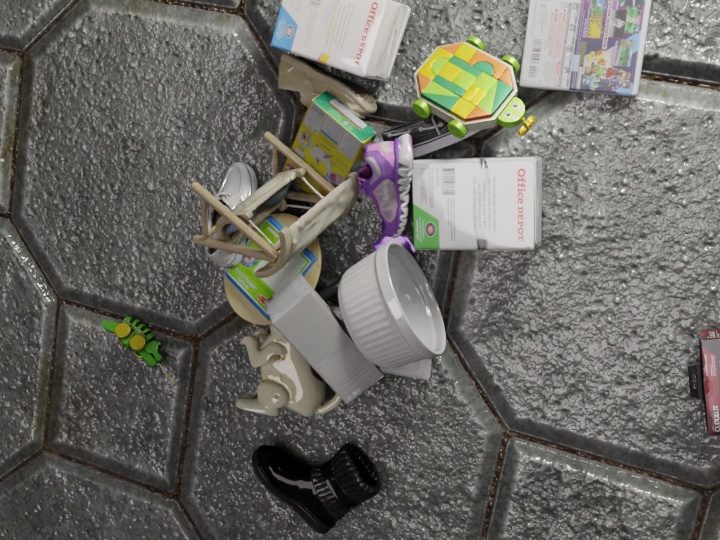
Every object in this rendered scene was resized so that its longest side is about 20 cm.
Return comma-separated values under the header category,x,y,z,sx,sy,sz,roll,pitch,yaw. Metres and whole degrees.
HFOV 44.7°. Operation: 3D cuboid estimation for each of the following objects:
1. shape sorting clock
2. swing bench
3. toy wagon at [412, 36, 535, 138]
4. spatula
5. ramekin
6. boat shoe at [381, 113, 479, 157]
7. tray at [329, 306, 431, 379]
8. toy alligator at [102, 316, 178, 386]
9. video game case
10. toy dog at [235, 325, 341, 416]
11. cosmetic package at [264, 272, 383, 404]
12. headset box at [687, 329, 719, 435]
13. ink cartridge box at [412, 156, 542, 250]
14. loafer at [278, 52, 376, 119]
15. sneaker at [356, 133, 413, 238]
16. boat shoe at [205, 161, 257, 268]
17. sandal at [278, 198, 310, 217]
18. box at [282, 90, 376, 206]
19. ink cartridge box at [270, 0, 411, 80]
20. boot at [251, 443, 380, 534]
category,x,y,z,sx,sy,sz,roll,pitch,yaw
shape sorting clock,-0.153,-0.003,1.524,0.199,0.039,0.201,-9,67,24
swing bench,-0.137,-0.099,1.431,0.200,0.199,0.130,28,136,22
toy wagon,0.183,-0.278,1.363,0.200,0.040,0.155,34,76,21
spatula,0.000,0.000,1.517,0.200,0.021,0.057,-34,86,3
ramekin,0.048,0.064,1.428,0.105,0.200,0.201,-26,89,20
boat shoe,0.127,-0.238,1.421,0.199,0.074,0.068,-16,107,31
tray,0.029,0.128,1.543,0.199,0.022,0.108,7,102,20
toy alligator,-0.414,0.145,1.698,0.200,0.059,0.054,36,68,12
video game case,0.346,-0.376,1.344,0.181,0.023,0.201,9,101,19
toy dog,-0.121,0.149,1.541,0.193,0.139,0.201,12,98,24
cosmetic package,-0.062,0.111,1.435,0.090,0.107,0.200,-37,113,0
headset box,0.595,0.164,1.304,0.199,0.077,0.150,-5,96,22
ink cartridge box,0.190,-0.108,1.411,0.199,0.084,0.147,2,99,20
loafer,-0.060,-0.301,1.486,0.200,0.076,0.068,33,110,23
sneaker,0.037,-0.136,1.426,0.088,0.081,0.201,-1,137,-3
boat shoe,-0.231,-0.106,1.542,0.073,0.065,0.201,-9,67,27
sandal,-0.131,-0.029,1.570,0.075,0.048,0.201,22,93,21
box,-0.059,-0.189,1.480,0.117,0.048,0.200,41,137,9
ink cartridge box,-0.020,-0.393,1.424,0.199,0.125,0.129,23,106,16
boot,-0.079,0.361,1.586,0.211,0.079,0.158,42,117,-1
